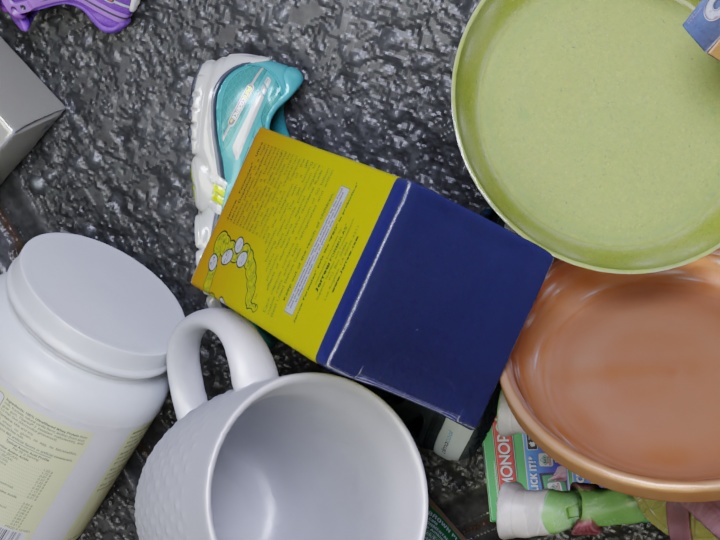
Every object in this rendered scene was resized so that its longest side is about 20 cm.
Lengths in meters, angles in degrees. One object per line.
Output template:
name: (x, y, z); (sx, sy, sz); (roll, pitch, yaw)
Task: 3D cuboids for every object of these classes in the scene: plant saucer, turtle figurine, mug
plant saucer: (0.176, 0.054, 0.885); (0.199, 0.201, 0.038); (8, 136, 15)
turtle figurine: (0.186, 0.112, 0.957); (0.192, 0.201, 0.145); (2, 131, 16)
mug: (-0.071, 0.121, 0.979); (0.175, 0.147, 0.201); (-20, 87, 60)
plant saucer: (0.149, -0.095, 0.916); (0.198, 0.031, 0.202); (1, 80, -5)

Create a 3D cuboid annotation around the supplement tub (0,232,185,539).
supplement tub: (-0.217, 0.090, 1.072); (0.145, 0.145, 0.201); (36, 114, 4)

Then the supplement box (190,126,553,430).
supplement box: (0.000, 0.000, 0.922); (0.108, 0.200, 0.110); (25, 91, -30)

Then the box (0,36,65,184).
box: (-0.306, -0.145, 1.062); (0.200, 0.078, 0.095); (46, 113, 0)

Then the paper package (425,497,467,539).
paper package: (0.025, 0.282, 1.080); (0.190, 0.103, 0.200); (-41, 91, 23)

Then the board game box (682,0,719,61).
board game box: (0.287, -0.175, 0.847); (0.135, 0.035, 0.200); (25, 115, -31)

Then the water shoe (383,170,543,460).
water shoe: (0.060, 0.022, 0.973); (0.078, 0.071, 0.201); (21, 110, 15)

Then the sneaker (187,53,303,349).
sneaker: (-0.067, -0.039, 1.026); (0.079, 0.078, 0.202); (0, 107, 8)

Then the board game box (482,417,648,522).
board game box: (0.140, 0.065, 1.015); (0.134, 0.029, 0.202); (-2, 106, 19)

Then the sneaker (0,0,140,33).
sneaker: (-0.237, -0.203, 1.024); (0.199, 0.081, 0.084); (19, 117, 10)
